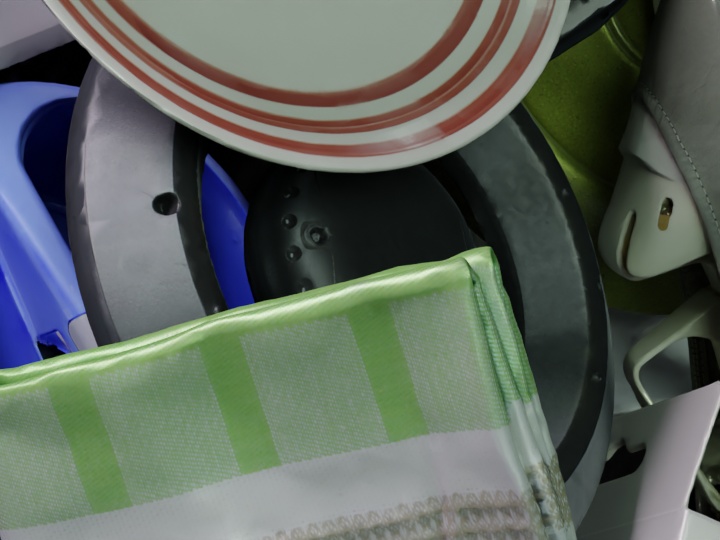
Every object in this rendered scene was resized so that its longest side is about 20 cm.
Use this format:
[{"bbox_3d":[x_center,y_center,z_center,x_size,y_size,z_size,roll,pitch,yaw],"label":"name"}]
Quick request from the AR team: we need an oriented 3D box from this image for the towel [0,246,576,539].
[{"bbox_3d":[-0.008,0.105,0.664,0.149,0.031,0.200,-15,104,10],"label":"towel"}]

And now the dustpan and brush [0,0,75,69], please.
[{"bbox_3d":[-0.107,-0.166,0.725,0.139,0.057,0.200,-26,88,-29],"label":"dustpan and brush"}]

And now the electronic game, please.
[{"bbox_3d":[0.000,0.000,0.742,0.200,0.042,0.200,21,56,-35],"label":"electronic game"}]

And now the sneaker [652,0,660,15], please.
[{"bbox_3d":[0.113,-0.146,0.818,0.075,0.100,0.200,-28,87,-26],"label":"sneaker"}]

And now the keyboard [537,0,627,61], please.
[{"bbox_3d":[0.020,-0.155,0.799,0.104,0.040,0.200,-33,82,-9],"label":"keyboard"}]

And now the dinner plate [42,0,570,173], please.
[{"bbox_3d":[-0.026,-0.118,0.723,0.200,0.024,0.200,13,64,-28],"label":"dinner plate"}]

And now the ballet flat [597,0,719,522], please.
[{"bbox_3d":[0.108,0.005,0.807,0.064,0.067,0.200,-20,113,-5],"label":"ballet flat"}]

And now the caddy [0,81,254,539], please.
[{"bbox_3d":[-0.081,0.047,0.738,0.141,0.105,0.200,-23,87,-28],"label":"caddy"}]

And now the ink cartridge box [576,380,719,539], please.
[{"bbox_3d":[0.081,0.144,0.781,0.067,0.117,0.200,26,67,-18],"label":"ink cartridge box"}]

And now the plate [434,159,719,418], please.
[{"bbox_3d":[0.104,-0.051,0.895,0.200,0.032,0.200,-8,80,-27],"label":"plate"}]

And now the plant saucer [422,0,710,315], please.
[{"bbox_3d":[0.098,-0.086,0.867,0.200,0.031,0.200,7,73,-22],"label":"plant saucer"}]
